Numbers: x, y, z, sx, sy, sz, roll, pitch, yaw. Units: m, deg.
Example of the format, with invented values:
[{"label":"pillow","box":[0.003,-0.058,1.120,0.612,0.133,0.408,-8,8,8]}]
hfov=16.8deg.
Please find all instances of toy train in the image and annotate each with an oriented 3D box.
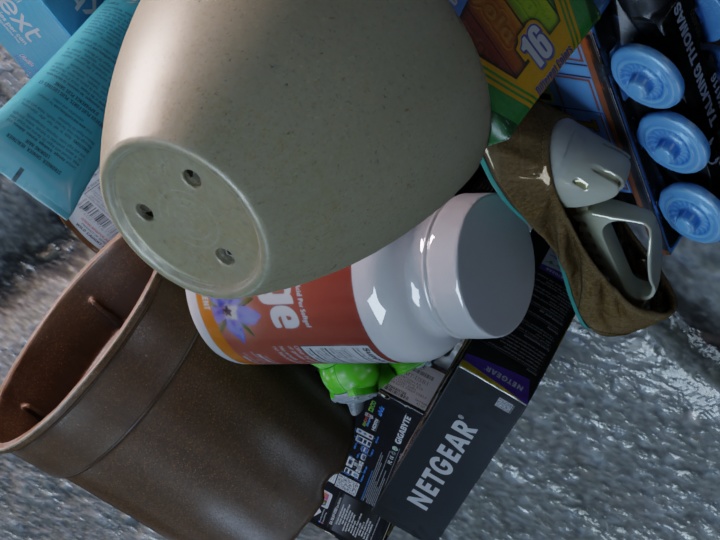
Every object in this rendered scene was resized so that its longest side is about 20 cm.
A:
[{"label":"toy train","box":[0.167,-0.098,1.423,0.114,0.087,0.201,13,142,37]}]

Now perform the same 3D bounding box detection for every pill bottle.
[{"label":"pill bottle","box":[0.000,0.000,1.471,0.199,0.112,0.112,-3,132,37]}]

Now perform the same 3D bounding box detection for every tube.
[{"label":"tube","box":[-0.165,-0.121,1.530,0.077,0.200,0.050,32,143,1]}]

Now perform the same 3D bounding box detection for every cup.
[{"label":"cup","box":[-0.053,-0.068,1.246,0.199,0.143,0.201,23,141,20]}]

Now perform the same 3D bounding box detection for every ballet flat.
[{"label":"ballet flat","box":[0.133,-0.035,1.415,0.072,0.068,0.200,-3,134,34]}]

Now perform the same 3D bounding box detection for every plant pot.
[{"label":"plant pot","box":[-0.122,0.096,1.698,0.198,0.201,0.200,38,143,-19]}]

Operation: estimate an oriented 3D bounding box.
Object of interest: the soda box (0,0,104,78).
[{"label":"soda box","box":[-0.219,-0.197,1.591,0.064,0.068,0.200,-14,124,43]}]

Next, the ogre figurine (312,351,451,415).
[{"label":"ogre figurine","box":[-0.018,0.011,1.643,0.098,0.120,0.201,4,136,32]}]

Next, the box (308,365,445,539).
[{"label":"box","box":[-0.045,0.106,1.829,0.198,0.050,0.200,28,141,8]}]

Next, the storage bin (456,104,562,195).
[{"label":"storage bin","box":[0.028,-0.088,1.521,0.135,0.094,0.200,40,142,-10]}]

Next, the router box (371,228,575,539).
[{"label":"router box","box":[0.087,0.069,1.604,0.052,0.158,0.200,30,144,2]}]

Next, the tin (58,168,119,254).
[{"label":"tin","box":[-0.142,-0.059,1.723,0.112,0.042,0.200,39,143,-17]}]

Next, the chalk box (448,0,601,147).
[{"label":"chalk box","box":[0.011,-0.167,1.310,0.124,0.125,0.200,-16,119,46]}]
